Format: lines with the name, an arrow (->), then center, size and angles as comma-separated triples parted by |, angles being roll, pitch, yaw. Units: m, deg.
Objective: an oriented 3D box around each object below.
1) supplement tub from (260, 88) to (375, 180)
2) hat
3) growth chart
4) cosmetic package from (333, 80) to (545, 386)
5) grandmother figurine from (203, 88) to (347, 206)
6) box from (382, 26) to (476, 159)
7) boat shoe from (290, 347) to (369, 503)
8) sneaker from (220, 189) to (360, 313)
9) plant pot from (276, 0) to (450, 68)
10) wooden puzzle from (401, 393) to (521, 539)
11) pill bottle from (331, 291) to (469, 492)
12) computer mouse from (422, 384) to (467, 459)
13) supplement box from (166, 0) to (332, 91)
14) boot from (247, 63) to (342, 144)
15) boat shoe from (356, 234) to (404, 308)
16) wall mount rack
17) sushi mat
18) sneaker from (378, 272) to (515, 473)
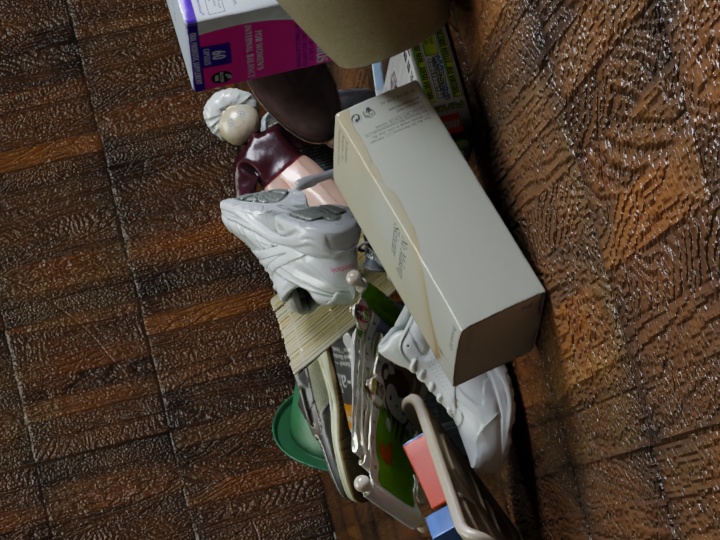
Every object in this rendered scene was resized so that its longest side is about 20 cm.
supplement tub -> -0.018, -0.067, 1.956 | 0.123, 0.122, 0.201 | 143, 114, -82
hat -> -0.017, 0.079, 1.965 | 0.166, 0.199, 0.177 | -59, -29, -55
growth chart -> 0.026, 0.113, 1.692 | 0.145, 0.018, 0.201 | 28, -124, -58
cosmetic package -> 0.055, -0.028, 1.497 | 0.200, 0.073, 0.104 | 61, 166, 25
grandmother figurine -> -0.068, -0.093, 1.876 | 0.200, 0.121, 0.061 | 46, 165, 9
box -> 0.052, -0.125, 1.643 | 0.200, 0.035, 0.110 | 105, 151, -75
boat shoe -> -0.025, 0.121, 1.910 | 0.065, 0.073, 0.201 | -6, 95, 41
sneaker -> -0.066, -0.014, 1.767 | 0.200, 0.078, 0.100 | 24, 121, 61
plant pot -> -0.016, -0.256, 1.464 | 0.187, 0.187, 0.201 | -123, 8, -70
wooden puzzle -> 0.095, 0.219, 1.651 | 0.185, 0.046, 0.200 | 55, -175, -34
pill bottle -> 0.037, 0.094, 1.845 | 0.116, 0.116, 0.201 | -148, 46, -80
computer mouse -> 0.098, 0.172, 1.794 | 0.034, 0.058, 0.201 | -68, -36, -71
supplement box -> -0.051, -0.228, 1.601 | 0.101, 0.199, 0.104 | 89, 164, -63
boot -> -0.082, -0.191, 1.779 | 0.200, 0.072, 0.166 | 59, -175, -8
boat shoe -> 0.033, -0.015, 1.675 | 0.070, 0.066, 0.200 | 35, 154, 60
wall mount rack -> -0.011, -0.154, 1.766 | 0.174, 0.074, 0.201 | -52, -45, -68
sushi mat -> 0.000, 0.000, 1.775 | 0.012, 0.200, 0.096 | 31, -154, -42
sneaker -> 0.066, 0.072, 1.638 | 0.078, 0.099, 0.201 | -168, 64, -82
